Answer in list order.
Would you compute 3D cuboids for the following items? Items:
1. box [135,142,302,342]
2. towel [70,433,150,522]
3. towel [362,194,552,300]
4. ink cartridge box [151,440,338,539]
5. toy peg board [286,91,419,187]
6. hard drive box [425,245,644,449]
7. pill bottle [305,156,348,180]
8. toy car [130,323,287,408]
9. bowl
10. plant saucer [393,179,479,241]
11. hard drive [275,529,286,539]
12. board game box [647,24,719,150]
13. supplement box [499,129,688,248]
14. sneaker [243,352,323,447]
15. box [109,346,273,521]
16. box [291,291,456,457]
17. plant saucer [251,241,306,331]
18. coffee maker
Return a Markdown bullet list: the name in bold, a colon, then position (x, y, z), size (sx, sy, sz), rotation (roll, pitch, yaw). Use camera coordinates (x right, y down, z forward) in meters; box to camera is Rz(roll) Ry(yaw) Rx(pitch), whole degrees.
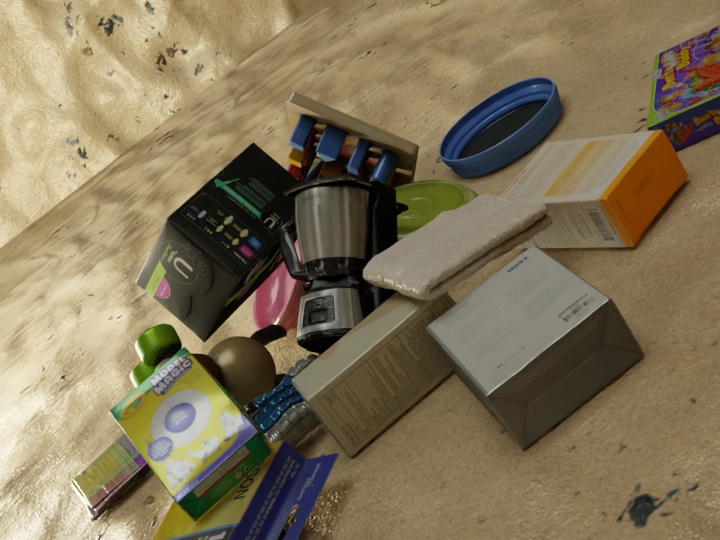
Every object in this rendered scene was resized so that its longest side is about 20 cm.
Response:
- **box**: position (-0.171, -0.038, 1.607), size (0.200, 0.124, 0.149), rotation (-49, -4, -43)
- **towel**: position (-0.311, 0.255, 1.708), size (0.200, 0.023, 0.143), rotation (-42, 22, -14)
- **towel**: position (0.111, -0.031, 1.413), size (0.199, 0.035, 0.132), rotation (-32, 23, -23)
- **ink cartridge box**: position (-0.140, 0.268, 1.308), size (0.198, 0.047, 0.198), rotation (-24, 24, 36)
- **toy peg board**: position (-0.026, -0.148, 1.810), size (0.199, 0.198, 0.099), rotation (92, -159, -78)
- **hard drive box**: position (0.173, 0.072, 1.275), size (0.155, 0.077, 0.200), rotation (-37, 22, -1)
- **pill bottle**: position (-0.063, -0.117, 1.958), size (0.111, 0.112, 0.200), rotation (-7, 35, 50)
- **toy car**: position (-0.162, 0.141, 1.546), size (0.198, 0.165, 0.158), rotation (-22, -24, -26)
- **bowl**: position (0.209, -0.211, 1.836), size (0.199, 0.040, 0.201), rotation (-31, 23, 14)
- **plant saucer**: position (0.075, -0.075, 1.690), size (0.197, 0.031, 0.201), rotation (-13, 28, 7)
- **hard drive**: position (-0.151, 0.341, 1.281), size (0.199, 0.033, 0.139), rotation (-40, 22, -7)
- **board game box**: position (0.432, -0.235, 1.543), size (0.133, 0.045, 0.201), rotation (-24, 25, 29)
- **supplement box**: position (0.268, -0.093, 1.464), size (0.126, 0.074, 0.199), rotation (-47, 24, -23)
- **sneaker**: position (-0.083, 0.172, 1.476), size (0.199, 0.075, 0.087), rotation (-30, -27, -29)
- **box**: position (-0.195, 0.169, 1.372), size (0.117, 0.049, 0.200), rotation (-41, 45, -10)
- **box**: position (0.030, 0.105, 1.404), size (0.199, 0.095, 0.078), rotation (-38, 22, -7)
- **plant saucer**: position (-0.096, 0.001, 1.755), size (0.201, 0.050, 0.203), rotation (-49, 32, 46)
- **coffee maker**: position (0.000, 0.000, 1.525), size (0.134, 0.190, 0.203), rotation (-21, 69, 54)
